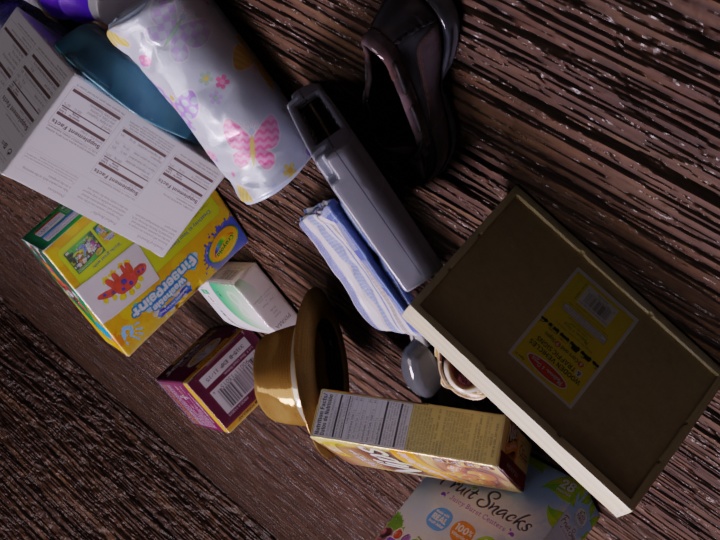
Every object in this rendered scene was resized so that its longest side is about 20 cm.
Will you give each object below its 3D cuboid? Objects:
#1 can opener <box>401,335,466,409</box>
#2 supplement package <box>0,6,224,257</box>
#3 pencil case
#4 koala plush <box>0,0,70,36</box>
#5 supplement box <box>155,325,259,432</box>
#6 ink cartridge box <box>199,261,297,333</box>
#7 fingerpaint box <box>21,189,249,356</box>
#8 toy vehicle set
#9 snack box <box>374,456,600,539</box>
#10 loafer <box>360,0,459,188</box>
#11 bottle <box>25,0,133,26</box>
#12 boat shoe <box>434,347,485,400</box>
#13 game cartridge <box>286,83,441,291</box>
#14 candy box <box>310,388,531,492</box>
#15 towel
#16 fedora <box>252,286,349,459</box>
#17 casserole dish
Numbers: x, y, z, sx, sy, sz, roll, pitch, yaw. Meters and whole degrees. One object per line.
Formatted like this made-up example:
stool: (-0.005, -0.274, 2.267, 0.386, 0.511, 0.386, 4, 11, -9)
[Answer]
can opener: (0.068, 0.115, 1.069, 0.053, 0.067, 0.201, 31, 156, 27)
supplement package: (-0.258, -0.129, 1.012, 0.199, 0.111, 0.156, 33, -171, -49)
pencil case: (-0.123, -0.151, 0.890, 0.200, 0.090, 0.083, 50, -162, -20)
koala plush: (-0.369, -0.240, 1.145, 0.199, 0.185, 0.177, 32, 179, -28)
supplement box: (-0.214, 0.162, 1.617, 0.103, 0.131, 0.200, 50, 158, -12)
ink cartridge box: (-0.123, 0.075, 1.391, 0.201, 0.050, 0.160, 54, 158, -18)
fingerpaint box: (-0.252, -0.035, 1.206, 0.073, 0.200, 0.168, 19, 149, 50)
toy vehicle set: (0.141, 0.052, 0.727, 0.200, 0.124, 0.027, 43, 159, 6)
snack box: (0.120, 0.278, 1.092, 0.168, 0.200, 0.068, 21, 150, 45)
loafer: (0.024, -0.114, 0.720, 0.072, 0.063, 0.201, 37, 158, 19)
bottle: (-0.285, -0.280, 0.991, 0.199, 0.065, 0.084, 30, 153, 34)
boat shoe: (0.093, 0.072, 0.910, 0.073, 0.070, 0.201, 10, 151, 10)
game cartridge: (0.002, -0.063, 0.797, 0.134, 0.041, 0.200, 58, -178, -24)
candy box: (0.062, 0.172, 1.068, 0.198, 0.056, 0.115, 4, 158, 24)
towel: (0.000, 0.000, 0.964, 0.148, 0.024, 0.200, 55, 171, -6)
fedora: (-0.067, 0.115, 1.163, 0.081, 0.202, 0.202, -8, 140, 11)
casserole dish: (-0.201, -0.175, 0.984, 0.121, 0.039, 0.200, 39, -173, 14)
